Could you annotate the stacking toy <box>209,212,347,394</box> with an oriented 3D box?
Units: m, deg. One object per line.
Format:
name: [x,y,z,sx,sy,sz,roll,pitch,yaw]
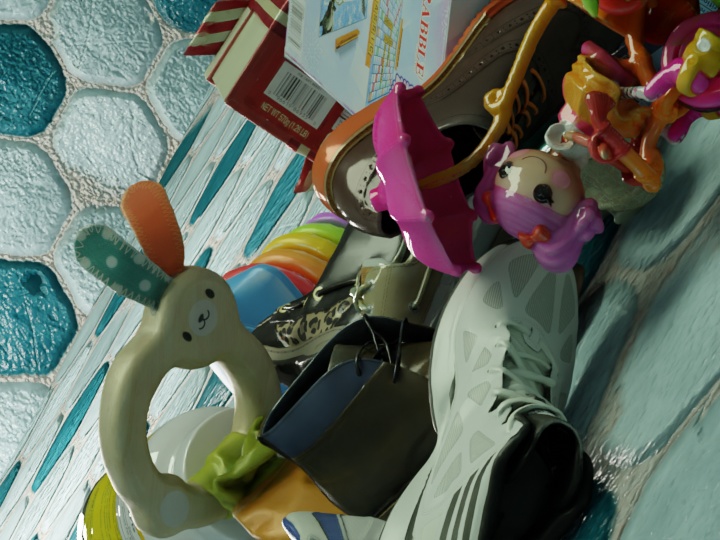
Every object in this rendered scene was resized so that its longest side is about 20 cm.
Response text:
stacking toy: [-0.023,0.001,1.956,0.116,0.110,0.200,-25,20,45]

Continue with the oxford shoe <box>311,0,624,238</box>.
oxford shoe: [0.072,-0.082,1.453,0.200,0.071,0.073,-40,34,-6]

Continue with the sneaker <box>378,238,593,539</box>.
sneaker: [0.080,0.066,1.304,0.115,0.075,0.202,-27,40,56]

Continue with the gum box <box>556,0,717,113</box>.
gum box: [0.185,-0.180,1.564,0.201,0.044,0.170,-61,9,-17]

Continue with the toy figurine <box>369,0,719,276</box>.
toy figurine: [0.091,-0.073,1.320,0.185,0.200,0.150,-58,-27,6]

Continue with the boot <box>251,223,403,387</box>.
boot: [0.000,0.000,1.715,0.151,0.073,0.200,-68,15,-13]

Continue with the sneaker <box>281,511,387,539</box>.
sneaker: [-0.031,0.194,1.320,0.200,0.088,0.076,-60,-25,-44]

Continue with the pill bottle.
pill bottle: [-0.101,0.150,1.803,0.113,0.112,0.200,-63,11,-25]

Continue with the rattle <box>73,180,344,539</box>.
rattle: [-0.080,0.057,1.620,0.143,0.129,0.201,-155,59,-63]

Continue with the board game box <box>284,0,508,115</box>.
board game box: [0.022,-0.176,1.548,0.200,0.041,0.201,-134,44,-54]

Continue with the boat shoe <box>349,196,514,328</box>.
boat shoe: [0.028,0.017,1.576,0.201,0.068,0.075,-60,10,-9]

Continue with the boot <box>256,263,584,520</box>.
boot: [0.030,0.053,1.473,0.200,0.097,0.075,-54,11,30]

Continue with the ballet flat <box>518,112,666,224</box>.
ballet flat: [0.113,-0.047,1.470,0.067,0.062,0.200,-41,3,-3]

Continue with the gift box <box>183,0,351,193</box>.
gift box: [-0.016,-0.152,2.102,0.200,0.184,0.187,-51,12,6]
